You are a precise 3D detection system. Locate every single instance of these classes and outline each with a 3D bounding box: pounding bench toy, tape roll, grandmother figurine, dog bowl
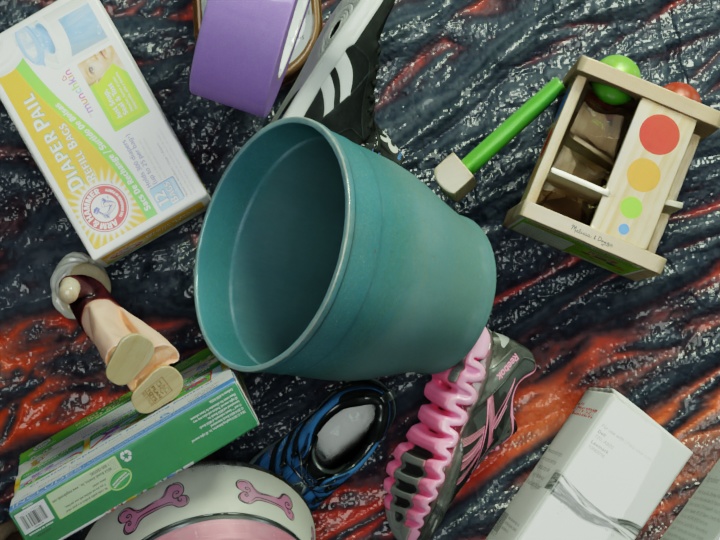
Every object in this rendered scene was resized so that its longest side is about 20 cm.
[{"bbox_3d":[0.175,-0.103,1.628,0.199,0.124,0.157,22,87,0],"label":"pounding bench toy"},{"bbox_3d":[-0.073,-0.225,1.553,0.065,0.200,0.202,18,87,0],"label":"tape roll"},{"bbox_3d":[-0.201,0.043,1.589,0.060,0.200,0.122,-33,125,-8],"label":"grandmother figurine"},{"bbox_3d":[-0.124,0.249,1.572,0.198,0.074,0.201,-9,130,-11],"label":"dog bowl"}]

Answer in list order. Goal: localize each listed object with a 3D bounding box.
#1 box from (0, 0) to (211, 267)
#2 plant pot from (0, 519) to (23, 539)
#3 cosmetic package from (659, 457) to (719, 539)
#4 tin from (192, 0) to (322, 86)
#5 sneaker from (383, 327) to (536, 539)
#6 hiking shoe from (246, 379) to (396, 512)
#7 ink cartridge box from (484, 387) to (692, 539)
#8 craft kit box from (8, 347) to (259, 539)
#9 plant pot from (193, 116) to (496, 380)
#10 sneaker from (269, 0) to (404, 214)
[{"bbox_3d":[-0.217,-0.115,1.628,0.112,0.101,0.201,-31,88,-3],"label":"box"},{"bbox_3d":[-0.315,0.319,1.576,0.173,0.200,0.202,-20,88,14],"label":"plant pot"},{"bbox_3d":[0.341,0.244,1.595,0.164,0.165,0.200,37,87,-1],"label":"cosmetic package"},{"bbox_3d":[-0.091,-0.254,1.672,0.111,0.042,0.202,-5,88,2],"label":"tin"},{"bbox_3d":[0.088,0.140,1.645,0.095,0.079,0.201,16,99,-32],"label":"sneaker"},{"bbox_3d":[-0.051,0.164,1.627,0.074,0.087,0.200,41,87,1],"label":"hiking shoe"},{"bbox_3d":[0.172,0.200,1.603,0.084,0.146,0.201,35,87,-1],"label":"ink cartridge box"},{"bbox_3d":[-0.181,0.135,1.569,0.199,0.198,0.049,-30,103,-2],"label":"craft kit box"},{"bbox_3d":[0.000,0.000,1.573,0.187,0.199,0.202,16,86,-36],"label":"plant pot"},{"bbox_3d":[0.002,-0.140,1.639,0.111,0.073,0.201,28,109,-15],"label":"sneaker"}]
